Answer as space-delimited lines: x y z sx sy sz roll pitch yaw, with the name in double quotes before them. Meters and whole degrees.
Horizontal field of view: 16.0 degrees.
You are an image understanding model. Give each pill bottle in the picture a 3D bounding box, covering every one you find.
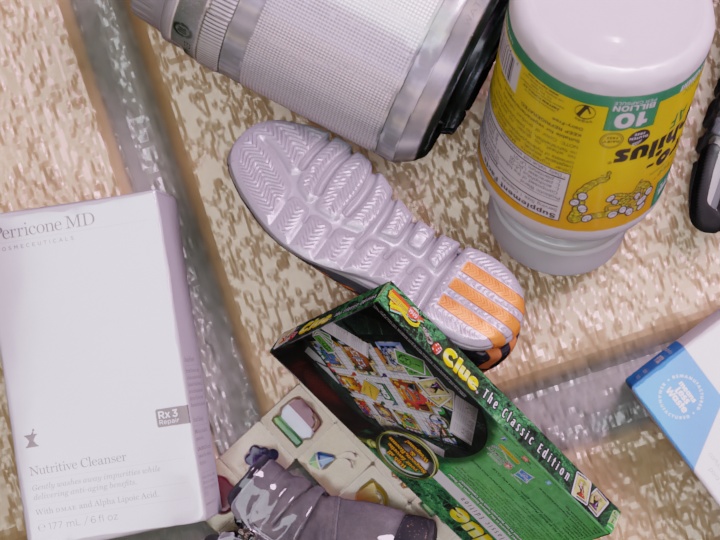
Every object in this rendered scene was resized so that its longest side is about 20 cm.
"pill bottle" 0.126 -0.087 1.450 0.113 0.200 0.113 4 54 -5

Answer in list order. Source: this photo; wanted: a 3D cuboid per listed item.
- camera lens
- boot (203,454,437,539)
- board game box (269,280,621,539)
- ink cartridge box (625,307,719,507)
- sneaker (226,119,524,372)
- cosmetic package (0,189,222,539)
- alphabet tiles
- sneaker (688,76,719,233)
"camera lens" -0.012 -0.167 1.481 0.200 0.160 0.160 27 93 3
"boot" -0.042 0.221 1.538 0.131 0.070 0.200 17 81 6
"board game box" 0.049 0.094 1.484 0.200 0.023 0.105 46 137 -17
"ink cartridge box" 0.270 0.052 1.514 0.200 0.067 0.116 -38 89 3
"sneaker" 0.000 0.000 1.505 0.200 0.112 0.078 39 67 8
"cosmetic package" -0.153 0.057 1.532 0.113 0.081 0.200 -11 89 4
"alphabet tiles" 0.018 0.153 1.563 0.167 0.008 0.200 -43 89 3
"sneaker" 0.270 -0.106 1.509 0.115 0.075 0.200 18 91 1
